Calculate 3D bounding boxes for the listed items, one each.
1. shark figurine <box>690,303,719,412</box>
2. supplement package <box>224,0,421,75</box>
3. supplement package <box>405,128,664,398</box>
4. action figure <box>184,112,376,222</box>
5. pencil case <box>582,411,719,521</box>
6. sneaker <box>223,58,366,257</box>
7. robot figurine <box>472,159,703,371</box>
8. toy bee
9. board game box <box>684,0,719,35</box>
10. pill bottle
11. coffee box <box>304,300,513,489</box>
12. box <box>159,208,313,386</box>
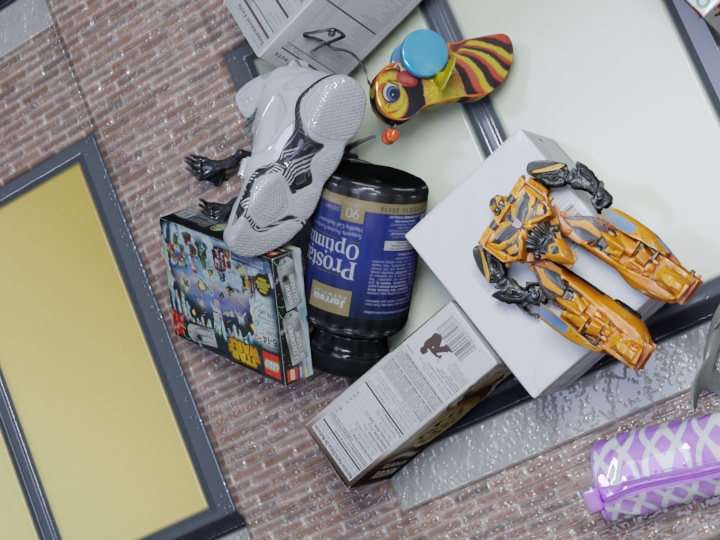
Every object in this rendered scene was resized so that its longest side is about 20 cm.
[{"bbox_3d":[0.366,0.027,1.335,0.214,0.089,0.128,-36,74,17],"label":"shark figurine"},{"bbox_3d":[-0.023,-0.294,1.482,0.200,0.114,0.110,-43,51,16],"label":"supplement package"},{"bbox_3d":[0.174,-0.007,1.405,0.156,0.111,0.200,-43,74,17],"label":"supplement package"},{"bbox_3d":[-0.084,-0.102,1.528,0.199,0.102,0.119,-15,81,26],"label":"action figure"},{"bbox_3d":[0.309,0.177,1.355,0.199,0.086,0.084,-18,109,24],"label":"pencil case"},{"bbox_3d":[-0.083,-0.114,1.428,0.115,0.075,0.200,37,95,46],"label":"sneaker"},{"bbox_3d":[0.192,-0.009,1.305,0.200,0.058,0.145,36,102,19],"label":"robot figurine"},{"bbox_3d":[0.051,-0.178,1.454,0.199,0.131,0.109,-2,87,10],"label":"toy bee"},{"bbox_3d":[0.272,-0.302,1.361,0.035,0.126,0.200,-44,72,16],"label":"board game box"},{"bbox_3d":[0.000,0.000,1.474,0.112,0.112,0.201,15,106,23],"label":"pill bottle"},{"bbox_3d":[0.057,0.121,1.453,0.200,0.113,0.080,-42,74,18],"label":"coffee box"},{"bbox_3d":[-0.129,0.024,1.511,0.200,0.040,0.137,19,122,47],"label":"box"}]
